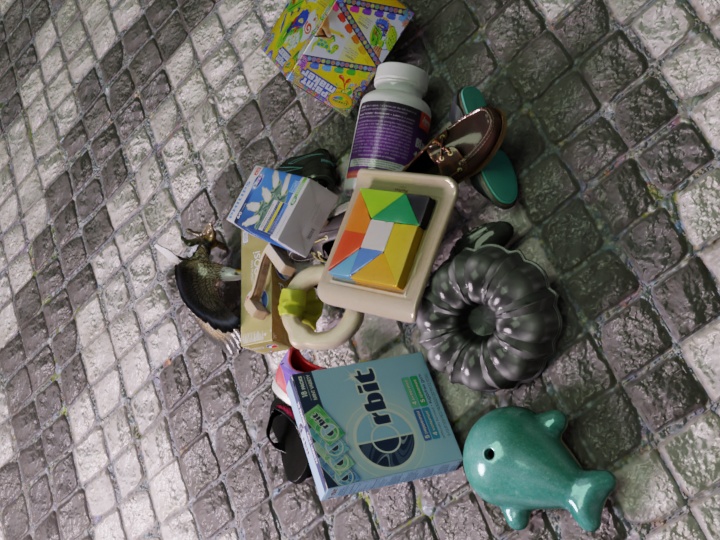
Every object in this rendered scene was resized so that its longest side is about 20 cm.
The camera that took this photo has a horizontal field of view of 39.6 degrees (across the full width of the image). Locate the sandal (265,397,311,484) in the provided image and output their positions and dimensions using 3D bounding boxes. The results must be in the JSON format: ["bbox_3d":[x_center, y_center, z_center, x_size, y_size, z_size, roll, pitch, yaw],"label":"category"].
[{"bbox_3d":[-0.112,0.241,1.508,0.075,0.045,0.200,-56,25,15],"label":"sandal"}]

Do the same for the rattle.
[{"bbox_3d":[-0.011,0.055,1.477,0.199,0.143,0.131,-24,53,4],"label":"rattle"}]

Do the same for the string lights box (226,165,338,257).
[{"bbox_3d":[-0.121,-0.093,1.515,0.200,0.059,0.103,21,81,59],"label":"string lights box"}]

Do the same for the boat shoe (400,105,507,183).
[{"bbox_3d":[0.119,-0.153,1.384,0.200,0.070,0.071,-47,52,35],"label":"boat shoe"}]

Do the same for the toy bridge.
[{"bbox_3d":[-0.125,-0.017,1.551,0.201,0.027,0.067,-55,45,15],"label":"toy bridge"}]

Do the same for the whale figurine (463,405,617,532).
[{"bbox_3d":[0.213,0.247,1.240,0.199,0.103,0.160,25,92,41],"label":"whale figurine"}]

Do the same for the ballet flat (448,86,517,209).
[{"bbox_3d":[0.171,-0.166,1.433,0.073,0.073,0.201,-28,66,30],"label":"ballet flat"}]

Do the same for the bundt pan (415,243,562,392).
[{"bbox_3d":[0.159,0.067,1.315,0.200,0.076,0.204,2,94,26],"label":"bundt pan"}]

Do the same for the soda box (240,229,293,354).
[{"bbox_3d":[-0.151,0.030,1.625,0.064,0.068,0.202,-12,69,28],"label":"soda box"}]

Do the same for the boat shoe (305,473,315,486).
[{"bbox_3d":[-0.030,0.229,1.476,0.067,0.057,0.201,26,94,41],"label":"boat shoe"}]

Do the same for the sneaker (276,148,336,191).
[{"bbox_3d":[-0.122,-0.136,1.665,0.199,0.075,0.080,-23,49,25],"label":"sneaker"}]

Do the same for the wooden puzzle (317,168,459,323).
[{"bbox_3d":[0.031,-0.041,1.367,0.184,0.037,0.202,11,80,42],"label":"wooden puzzle"}]

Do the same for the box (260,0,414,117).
[{"bbox_3d":[-0.044,-0.381,1.589,0.193,0.121,0.200,-55,29,12],"label":"box"}]

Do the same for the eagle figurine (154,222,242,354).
[{"bbox_3d":[-0.253,0.028,1.655,0.150,0.151,0.202,-18,66,42],"label":"eagle figurine"}]

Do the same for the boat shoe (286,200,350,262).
[{"bbox_3d":[-0.047,-0.048,1.555,0.201,0.071,0.061,-27,60,42],"label":"boat shoe"}]

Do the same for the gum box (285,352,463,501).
[{"bbox_3d":[0.018,0.208,1.359,0.045,0.198,0.171,114,142,-51],"label":"gum box"}]

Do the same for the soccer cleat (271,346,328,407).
[{"bbox_3d":[-0.045,0.182,1.426,0.199,0.068,0.074,30,113,32],"label":"soccer cleat"}]

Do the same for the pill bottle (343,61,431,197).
[{"bbox_3d":[0.046,-0.205,1.510,0.111,0.111,0.202,5,80,40],"label":"pill bottle"}]

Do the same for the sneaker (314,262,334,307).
[{"bbox_3d":[0.000,0.000,1.504,0.199,0.082,0.075,-30,59,29],"label":"sneaker"}]

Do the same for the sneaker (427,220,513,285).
[{"bbox_3d":[0.151,0.016,1.393,0.200,0.076,0.091,-50,61,25],"label":"sneaker"}]
